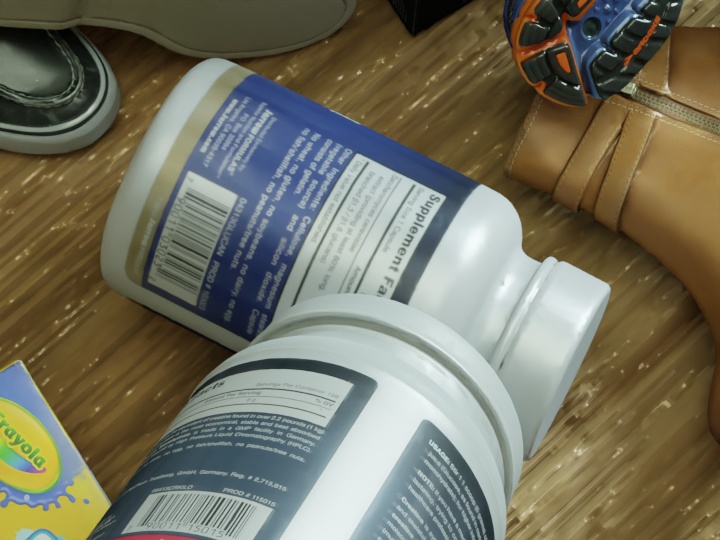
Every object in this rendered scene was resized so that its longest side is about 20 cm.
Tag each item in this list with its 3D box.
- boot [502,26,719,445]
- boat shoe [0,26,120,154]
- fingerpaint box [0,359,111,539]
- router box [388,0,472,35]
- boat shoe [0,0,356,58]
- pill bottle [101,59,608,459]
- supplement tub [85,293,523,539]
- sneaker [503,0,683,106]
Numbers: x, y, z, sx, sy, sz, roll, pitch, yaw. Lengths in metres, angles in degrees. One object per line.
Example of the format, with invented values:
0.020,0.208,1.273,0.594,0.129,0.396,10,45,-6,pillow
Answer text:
0.137,-0.024,1.171,0.154,0.077,0.201,18,70,4,boot
-0.197,-0.125,1.208,0.199,0.068,0.074,37,75,11,boat shoe
-0.157,0.169,1.106,0.166,0.073,0.201,-32,77,-10,fingerpaint box
0.076,-0.193,1.164,0.149,0.200,0.051,-30,76,-11,router box
-0.095,-0.143,1.192,0.199,0.073,0.063,4,55,-26,boat shoe
0.000,0.000,1.137,0.199,0.111,0.111,27,73,8,pill bottle
-0.028,0.114,1.015,0.140,0.141,0.200,26,41,8,supplement tub
0.132,-0.162,1.155,0.200,0.078,0.075,-42,117,-1,sneaker
